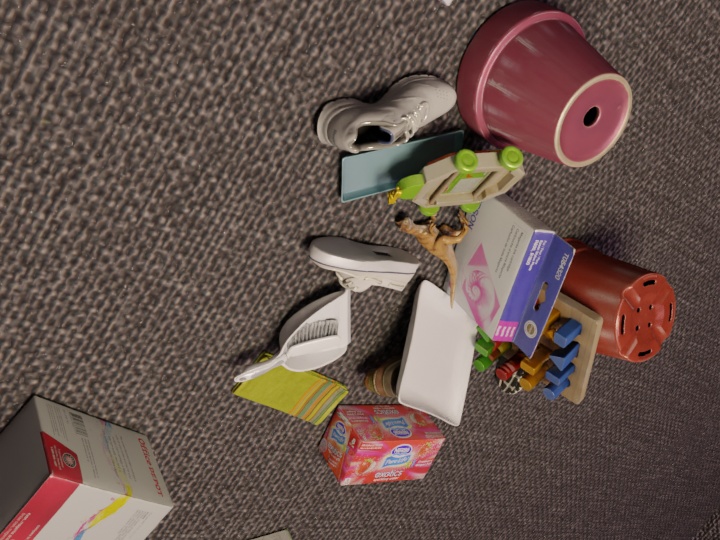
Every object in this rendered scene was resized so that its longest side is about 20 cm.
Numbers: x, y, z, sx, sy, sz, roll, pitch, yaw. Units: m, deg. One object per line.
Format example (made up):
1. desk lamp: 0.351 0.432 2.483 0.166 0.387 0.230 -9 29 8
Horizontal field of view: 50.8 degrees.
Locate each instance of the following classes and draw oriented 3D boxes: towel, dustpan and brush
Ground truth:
1. towel: -0.108 0.193 1.214 0.086 0.018 0.199 -51 135 8
2. dustpan and brush: -0.098 0.115 1.126 0.197 0.058 0.141 -16 138 -15

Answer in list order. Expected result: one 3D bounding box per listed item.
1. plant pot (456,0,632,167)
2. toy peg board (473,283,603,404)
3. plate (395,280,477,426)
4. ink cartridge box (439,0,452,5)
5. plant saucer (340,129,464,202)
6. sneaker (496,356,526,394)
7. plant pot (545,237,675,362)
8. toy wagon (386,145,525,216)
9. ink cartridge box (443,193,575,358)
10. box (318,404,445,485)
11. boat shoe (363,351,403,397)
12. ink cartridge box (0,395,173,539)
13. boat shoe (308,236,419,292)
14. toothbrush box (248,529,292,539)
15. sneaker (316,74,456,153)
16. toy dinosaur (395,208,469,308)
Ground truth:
1. plant pot: 0.256 -0.236 1.023 0.198 0.179 0.202 -18 132 -21
2. toy peg board: 0.284 0.127 1.284 0.097 0.198 0.202 -33 139 -30
3. plate: 0.125 0.140 1.262 0.199 0.032 0.203 30 68 -48
4. ink cartridge box: 0.079 -0.416 0.865 0.120 0.042 0.199 -50 138 8
5. plant saucer: 0.058 -0.151 1.067 0.198 0.019 0.071 -16 131 -23
6. sneaker: 0.334 0.154 1.448 0.084 0.077 0.202 7 119 -43
7. plant pot: 0.413 0.060 1.299 0.198 0.195 0.204 -7 105 -29
8. toy wagon: 0.129 -0.124 1.059 0.197 0.040 0.155 -6 163 -18
9. ink cartridge box: 0.217 0.000 1.160 0.043 0.200 0.199 -5 125 -31
10. box: 0.038 0.306 1.343 0.198 0.096 0.101 8 117 -38
11. boat shoe: 0.084 0.165 1.291 0.199 0.067 0.073 -5 91 -50
12. ink cartridge box: -0.382 0.292 1.010 0.145 0.146 0.199 -48 135 7
13. boat shoe: 0.000 0.000 1.109 0.198 0.071 0.071 5 117 -44
14. toothbrush box: -0.199 0.597 1.410 0.144 0.086 0.202 -5 126 -31
15. sneaker: 0.045 -0.192 0.978 0.198 0.087 0.075 -24 131 -19
16. toy dinosaur: 0.127 -0.041 1.181 0.106 0.061 0.200 -36 127 15
